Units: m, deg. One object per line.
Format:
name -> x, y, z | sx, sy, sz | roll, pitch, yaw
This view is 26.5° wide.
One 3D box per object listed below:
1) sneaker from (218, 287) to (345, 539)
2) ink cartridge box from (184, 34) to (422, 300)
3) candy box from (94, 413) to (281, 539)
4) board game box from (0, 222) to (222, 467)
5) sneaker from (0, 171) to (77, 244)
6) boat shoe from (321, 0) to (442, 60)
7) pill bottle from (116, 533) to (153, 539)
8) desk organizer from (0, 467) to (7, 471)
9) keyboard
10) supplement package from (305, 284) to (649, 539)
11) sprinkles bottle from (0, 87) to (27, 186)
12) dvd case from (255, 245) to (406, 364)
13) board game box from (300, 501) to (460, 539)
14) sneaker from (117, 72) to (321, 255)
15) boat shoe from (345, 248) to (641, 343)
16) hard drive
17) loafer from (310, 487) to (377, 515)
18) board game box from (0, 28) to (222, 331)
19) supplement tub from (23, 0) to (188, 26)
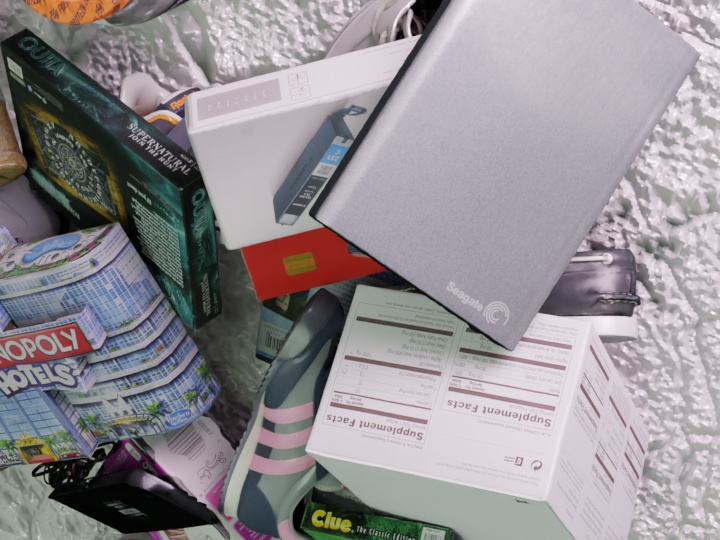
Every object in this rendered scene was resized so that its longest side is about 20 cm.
sneaker -> -0.033, 0.105, 1.050 | 0.081, 0.070, 0.201 | 27, 124, 9
ink cartridge box -> 0.010, -0.052, 0.940 | 0.198, 0.045, 0.177 | -14, 132, 3
candy box -> -0.107, 0.194, 1.172 | 0.200, 0.061, 0.136 | 45, 151, 2
board game box -> -0.229, 0.038, 1.063 | 0.198, 0.062, 0.201 | -11, 123, 33
sneaker -> -0.322, -0.056, 1.161 | 0.198, 0.115, 0.076 | 21, 122, 18
boat shoe -> 0.042, -0.144, 0.951 | 0.199, 0.066, 0.072 | -22, 103, 34
pill bottle -> -0.210, 0.307, 1.225 | 0.111, 0.200, 0.114 | 12, 119, 23
desk organizer -> -0.235, 0.092, 1.210 | 0.199, 0.077, 0.072 | -26, 100, 35
keyboard -> -0.176, 0.157, 1.135 | 0.103, 0.040, 0.199 | 30, 156, -20
supplement package -> 0.081, 0.109, 0.963 | 0.154, 0.112, 0.200 | 8, 158, 25
sprinkles bottle -> -0.300, -0.156, 1.095 | 0.068, 0.068, 0.202 | -23, 83, 35
dvd case -> 0.000, 0.000, 1.074 | 0.141, 0.018, 0.202 | 20, 121, 18
board game box -> 0.041, 0.206, 1.057 | 0.104, 0.024, 0.200 | 10, 159, 24
sneaker -> -0.100, -0.076, 1.041 | 0.199, 0.078, 0.080 | 23, 125, 31
boat shoe -> 0.086, 0.016, 1.003 | 0.197, 0.076, 0.061 | 0, 81, 18
hard drive -> 0.081, -0.076, 0.852 | 0.139, 0.033, 0.201 | 33, 89, -16
loafer -> 0.024, 0.176, 1.115 | 0.198, 0.068, 0.071 | 14, 113, 18
board game box -> -0.171, -0.063, 1.048 | 0.199, 0.028, 0.136 | 38, 147, 29
supplement tub -> -0.125, -0.221, 0.921 | 0.121, 0.200, 0.124 | 12, 120, 23
